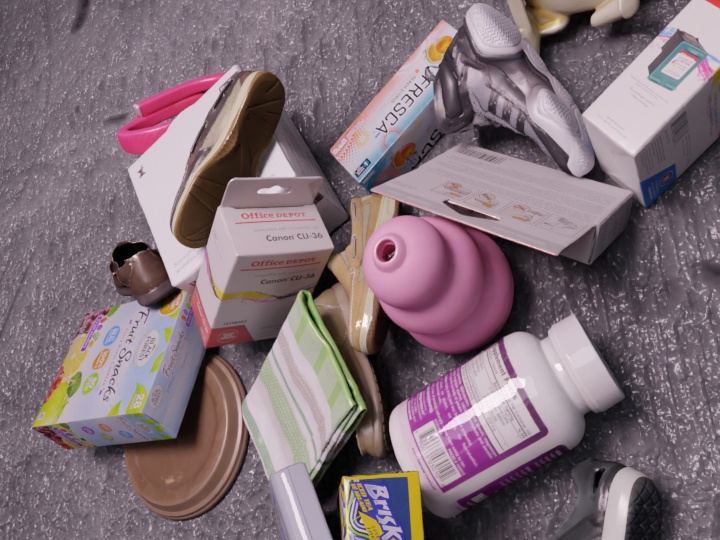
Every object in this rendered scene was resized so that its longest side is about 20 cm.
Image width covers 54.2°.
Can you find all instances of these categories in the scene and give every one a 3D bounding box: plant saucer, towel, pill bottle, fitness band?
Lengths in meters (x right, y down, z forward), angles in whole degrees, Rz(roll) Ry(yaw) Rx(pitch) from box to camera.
[{"bbox_3d":[-0.221,0.198,0.864,0.195,0.029,0.206,-10,68,27],"label":"plant saucer"},{"bbox_3d":[-0.070,0.142,0.737,0.151,0.030,0.202,58,137,31],"label":"towel"},{"bbox_3d":[0.131,0.128,0.639,0.197,0.112,0.114,-34,60,15],"label":"pill bottle"},{"bbox_3d":[-0.238,-0.218,0.958,0.197,0.038,0.143,-31,35,-20],"label":"fitness band"}]

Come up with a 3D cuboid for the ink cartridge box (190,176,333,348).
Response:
[{"bbox_3d":[-0.105,-0.007,0.760,0.069,0.114,0.202,62,143,31],"label":"ink cartridge box"}]

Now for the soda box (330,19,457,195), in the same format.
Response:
[{"bbox_3d":[0.059,-0.182,0.814,0.201,0.063,0.069,-48,57,8],"label":"soda box"}]

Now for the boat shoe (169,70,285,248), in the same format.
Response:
[{"bbox_3d":[-0.148,-0.121,0.758,0.064,0.073,0.204,24,83,43],"label":"boat shoe"}]

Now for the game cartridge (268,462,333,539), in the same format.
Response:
[{"bbox_3d":[-0.049,0.261,0.653,0.041,0.202,0.135,-21,59,-17],"label":"game cartridge"}]

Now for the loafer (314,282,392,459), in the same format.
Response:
[{"bbox_3d":[-0.016,0.110,0.747,0.066,0.077,0.204,-21,53,3],"label":"loafer"}]

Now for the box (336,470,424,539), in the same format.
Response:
[{"bbox_3d":[0.013,0.224,0.620,0.062,0.201,0.072,-2,69,-5],"label":"box"}]

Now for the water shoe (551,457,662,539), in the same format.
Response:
[{"bbox_3d":[0.196,0.265,0.594,0.078,0.070,0.206,7,77,59],"label":"water shoe"}]

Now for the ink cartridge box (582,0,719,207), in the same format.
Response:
[{"bbox_3d":[0.304,-0.170,0.640,0.200,0.116,0.068,-46,57,7],"label":"ink cartridge box"}]

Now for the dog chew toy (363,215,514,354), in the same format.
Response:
[{"bbox_3d":[0.068,0.007,0.660,0.121,0.199,0.129,-9,72,29],"label":"dog chew toy"}]

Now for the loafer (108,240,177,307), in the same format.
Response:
[{"bbox_3d":[-0.285,-0.011,0.907,0.072,0.073,0.198,-33,22,-24],"label":"loafer"}]

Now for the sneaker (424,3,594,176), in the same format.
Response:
[{"bbox_3d":[0.148,-0.161,0.723,0.113,0.075,0.202,-40,82,36],"label":"sneaker"}]

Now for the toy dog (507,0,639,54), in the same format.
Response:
[{"bbox_3d":[0.250,-0.329,0.732,0.195,0.142,0.196,-14,30,26],"label":"toy dog"}]

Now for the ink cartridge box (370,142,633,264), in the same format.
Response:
[{"bbox_3d":[0.134,-0.058,0.674,0.197,0.175,0.046,23,127,33],"label":"ink cartridge box"}]

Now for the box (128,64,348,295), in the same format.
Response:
[{"bbox_3d":[-0.153,-0.096,0.865,0.198,0.130,0.203,-38,59,13],"label":"box"}]

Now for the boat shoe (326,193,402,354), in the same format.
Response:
[{"bbox_3d":[0.000,0.000,0.753,0.074,0.073,0.204,4,48,8],"label":"boat shoe"}]

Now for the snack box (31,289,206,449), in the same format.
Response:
[{"bbox_3d":[-0.288,0.122,0.867,0.195,0.068,0.172,-13,47,28],"label":"snack box"}]
